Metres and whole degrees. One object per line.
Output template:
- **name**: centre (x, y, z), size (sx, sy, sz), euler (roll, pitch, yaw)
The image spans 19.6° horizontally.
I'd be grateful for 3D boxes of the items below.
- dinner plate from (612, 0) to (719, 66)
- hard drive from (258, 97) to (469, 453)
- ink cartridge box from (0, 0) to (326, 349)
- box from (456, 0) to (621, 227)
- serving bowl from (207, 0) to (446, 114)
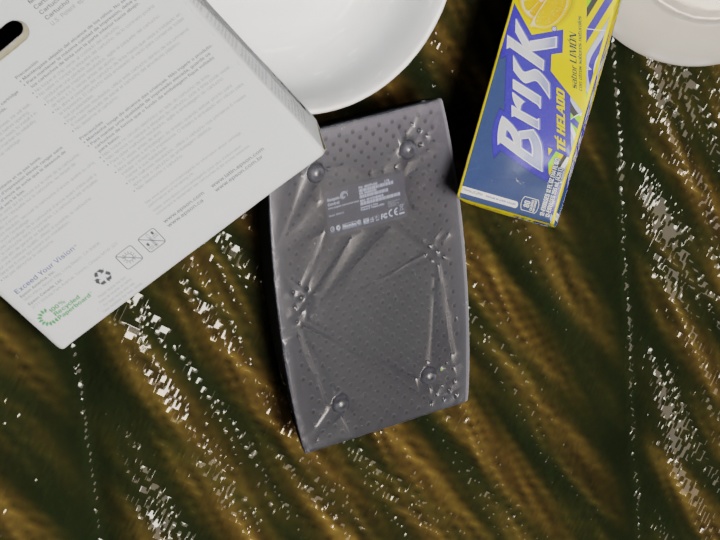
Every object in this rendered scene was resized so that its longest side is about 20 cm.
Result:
- **dinner plate**: centre (0.228, -0.227, 1.332), size (0.199, 0.024, 0.202), euler (-4, 108, -13)
- **hard drive**: centre (0.000, 0.000, 1.282), size (0.134, 0.042, 0.202), euler (-16, 111, -26)
- **ink cartridge box**: centre (-0.154, -0.078, 1.122), size (0.199, 0.041, 0.200), euler (-35, 125, 13)
- **box**: centre (0.117, -0.131, 1.278), size (0.064, 0.070, 0.202), euler (16, 92, 7)
- **serving bowl**: centre (-0.042, -0.193, 1.184), size (0.199, 0.066, 0.202), euler (-9, 107, -30)
